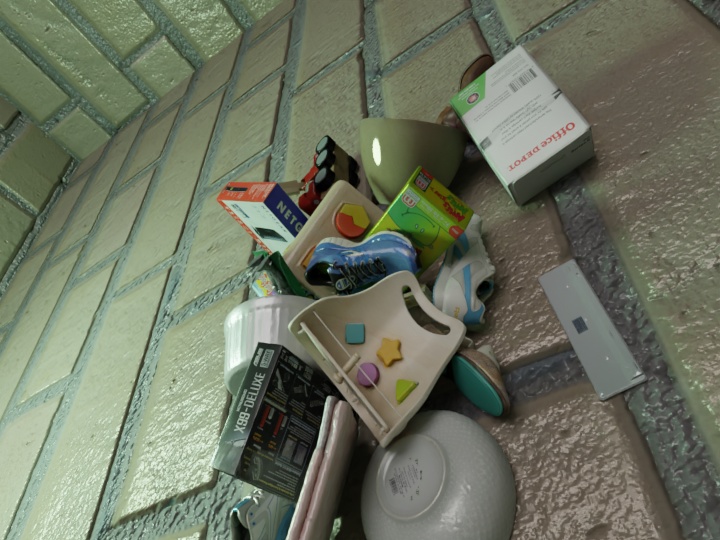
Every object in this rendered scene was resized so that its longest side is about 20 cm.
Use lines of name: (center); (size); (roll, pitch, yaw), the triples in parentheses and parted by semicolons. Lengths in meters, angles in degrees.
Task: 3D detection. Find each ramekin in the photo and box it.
ramekin: (-0.117, 0.135, 0.845); (0.196, 0.200, 0.100); (-23, 48, 25)

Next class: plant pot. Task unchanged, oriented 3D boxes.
plant pot: (0.086, -0.182, 0.977); (0.197, 0.196, 0.140); (14, 99, 48)

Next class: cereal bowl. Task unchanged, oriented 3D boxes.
cereal bowl: (0.077, 0.254, 0.639); (0.196, 0.083, 0.204); (-25, 42, 23)

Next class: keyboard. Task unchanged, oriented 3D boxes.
keyboard: (0.281, 0.065, 0.684); (0.056, 0.011, 0.203); (-35, 37, 21)

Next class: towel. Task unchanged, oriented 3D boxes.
towel: (-0.045, 0.265, 0.652); (0.031, 0.201, 0.196); (13, 66, 10)

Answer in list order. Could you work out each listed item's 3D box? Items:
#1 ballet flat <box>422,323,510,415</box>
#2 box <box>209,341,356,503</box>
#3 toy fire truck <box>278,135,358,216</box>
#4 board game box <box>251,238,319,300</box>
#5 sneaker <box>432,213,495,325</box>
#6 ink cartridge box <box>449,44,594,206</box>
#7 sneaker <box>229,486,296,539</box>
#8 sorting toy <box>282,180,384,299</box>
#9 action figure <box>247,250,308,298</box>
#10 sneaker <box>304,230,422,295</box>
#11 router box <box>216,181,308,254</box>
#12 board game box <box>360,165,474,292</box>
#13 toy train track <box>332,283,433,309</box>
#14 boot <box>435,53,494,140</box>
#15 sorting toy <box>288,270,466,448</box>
ballet flat: (0.137, 0.118, 0.728); (0.066, 0.070, 0.198); (-26, 32, -25)
box: (-0.089, 0.213, 0.727); (0.049, 0.200, 0.162); (1, 60, 35)
toy fire truck: (-0.115, -0.178, 1.210); (0.198, 0.127, 0.180); (-37, 36, 29)
board game box: (-0.086, 0.005, 1.009); (0.201, 0.105, 0.103); (-47, 37, -3)
sneaker: (0.162, -0.002, 0.815); (0.078, 0.078, 0.204); (9, 52, 17)
ink cartridge box: (0.253, -0.229, 0.873); (0.144, 0.084, 0.204); (-33, 59, 15)
sneaker: (-0.136, 0.329, 0.768); (0.073, 0.087, 0.204); (-14, 46, 35)
sorting toy: (-0.009, -0.026, 0.917); (0.187, 0.198, 0.037); (-54, 0, -14)
action figure: (-0.105, 0.057, 0.899); (0.055, 0.202, 0.117); (-43, 26, -14)
sneaker: (0.000, 0.000, 0.805); (0.195, 0.080, 0.090); (-5, 35, 35)
router box: (-0.168, -0.089, 1.095); (0.176, 0.201, 0.050); (10, 59, 47)
board game box: (0.069, -0.048, 0.820); (0.048, 0.101, 0.201); (-55, 4, -41)
toy train track: (0.027, 0.053, 0.840); (0.196, 0.115, 0.033); (-21, 36, 37)
boot: (0.248, -0.313, 1.022); (0.190, 0.063, 0.199); (-59, 34, 3)
sorting toy: (0.038, 0.096, 0.715); (0.179, 0.107, 0.200); (-41, 61, -7)
